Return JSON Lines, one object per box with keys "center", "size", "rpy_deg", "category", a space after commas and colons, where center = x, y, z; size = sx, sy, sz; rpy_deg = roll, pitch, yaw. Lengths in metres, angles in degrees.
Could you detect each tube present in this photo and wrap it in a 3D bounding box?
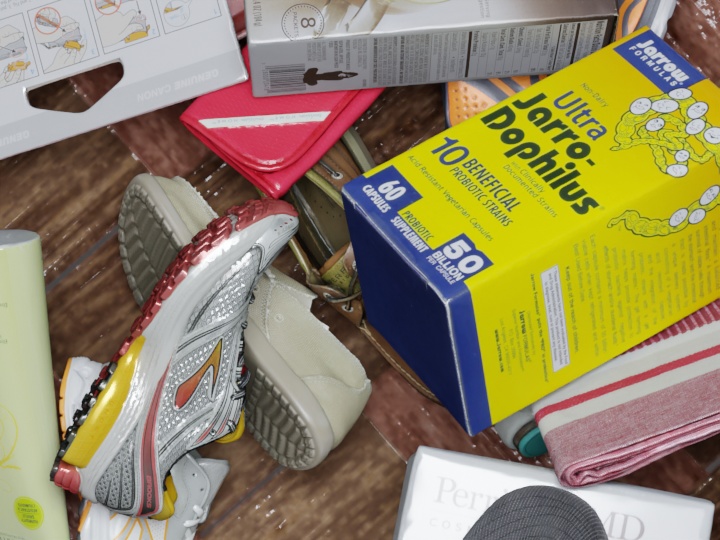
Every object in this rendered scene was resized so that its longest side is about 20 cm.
{"center": [-0.197, 0.078, 1.477], "size": [0.052, 0.058, 0.200], "rpy_deg": [-5, 104, -9], "category": "tube"}

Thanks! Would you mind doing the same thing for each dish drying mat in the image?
{"center": [-0.009, -0.133, 1.478], "size": [0.077, 0.018, 0.200], "rpy_deg": [39, 76, 12], "category": "dish drying mat"}

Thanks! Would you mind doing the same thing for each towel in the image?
{"center": [0.154, 0.037, 1.426], "size": [0.144, 0.200, 0.023], "rpy_deg": [-19, 121, 1], "category": "towel"}

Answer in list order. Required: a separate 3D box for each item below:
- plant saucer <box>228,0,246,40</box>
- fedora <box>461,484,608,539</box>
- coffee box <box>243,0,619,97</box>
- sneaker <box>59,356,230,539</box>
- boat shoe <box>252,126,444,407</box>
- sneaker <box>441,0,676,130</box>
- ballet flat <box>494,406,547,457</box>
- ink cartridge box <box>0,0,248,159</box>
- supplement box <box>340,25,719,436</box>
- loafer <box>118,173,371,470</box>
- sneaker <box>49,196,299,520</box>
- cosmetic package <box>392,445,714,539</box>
{"center": [-0.080, -0.240, 1.538], "size": [0.200, 0.037, 0.200], "rpy_deg": [-30, 85, 0], "category": "plant saucer"}
{"center": [0.090, 0.215, 1.285], "size": [0.090, 0.177, 0.200], "rpy_deg": [30, 77, -26], "category": "fedora"}
{"center": [0.034, -0.167, 1.438], "size": [0.200, 0.080, 0.114], "rpy_deg": [-5, 71, -2], "category": "coffee box"}
{"center": [-0.117, 0.144, 1.490], "size": [0.092, 0.076, 0.200], "rpy_deg": [-7, 86, -4], "category": "sneaker"}
{"center": [0.000, 0.000, 1.482], "size": [0.200, 0.068, 0.072], "rpy_deg": [53, 123, 17], "category": "boat shoe"}
{"center": [0.110, -0.129, 1.503], "size": [0.112, 0.078, 0.200], "rpy_deg": [25, 86, 2], "category": "sneaker"}
{"center": [0.161, 0.035, 1.500], "size": [0.200, 0.069, 0.069], "rpy_deg": [-27, 85, 0], "category": "ballet flat"}
{"center": [-0.173, -0.161, 1.497], "size": [0.200, 0.045, 0.176], "rpy_deg": [-17, 86, 10], "category": "ink cartridge box"}
{"center": [0.106, -0.023, 1.394], "size": [0.200, 0.110, 0.109], "rpy_deg": [-28, 48, -16], "category": "supplement box"}
{"center": [-0.067, 0.024, 1.501], "size": [0.068, 0.076, 0.200], "rpy_deg": [-25, 73, -38], "category": "loafer"}
{"center": [-0.088, 0.048, 1.433], "size": [0.082, 0.078, 0.200], "rpy_deg": [31, 103, -7], "category": "sneaker"}
{"center": [0.089, 0.208, 1.431], "size": [0.165, 0.165, 0.200], "rpy_deg": [11, 85, 1], "category": "cosmetic package"}
